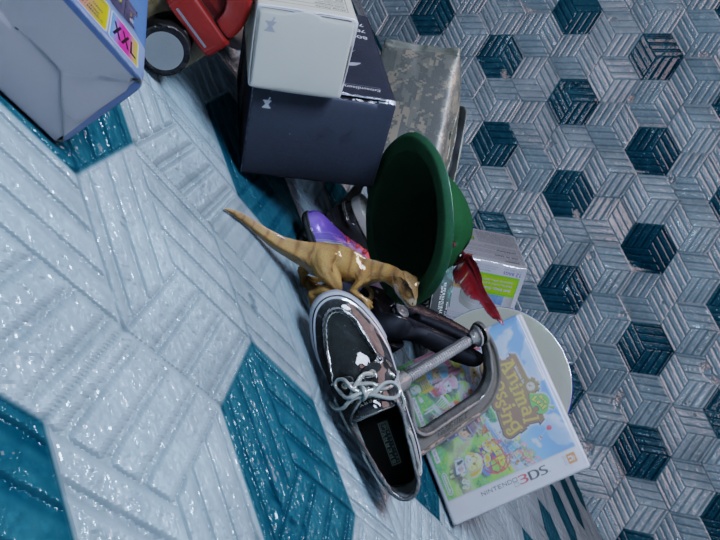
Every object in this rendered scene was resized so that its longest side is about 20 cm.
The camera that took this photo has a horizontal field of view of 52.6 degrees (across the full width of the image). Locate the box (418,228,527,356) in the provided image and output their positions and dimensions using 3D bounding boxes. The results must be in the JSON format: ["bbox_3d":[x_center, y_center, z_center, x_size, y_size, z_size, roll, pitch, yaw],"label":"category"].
[{"bbox_3d":[0.159,0.050,1.082,0.102,0.110,0.203,-90,-168,-61],"label":"box"}]

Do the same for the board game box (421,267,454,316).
[{"bbox_3d":[0.100,0.009,1.027,0.200,0.028,0.138,126,-26,-81],"label":"board game box"}]

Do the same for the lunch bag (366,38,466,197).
[{"bbox_3d":[0.070,-0.162,0.929,0.200,0.115,0.167,66,36,-73],"label":"lunch bag"}]

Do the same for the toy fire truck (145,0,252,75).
[{"bbox_3d":[-0.135,-0.296,0.605,0.177,0.197,0.130,52,18,-39],"label":"toy fire truck"}]

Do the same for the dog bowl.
[{"bbox_3d":[0.176,0.152,0.959,0.079,0.197,0.203,56,11,-75],"label":"dog bowl"}]

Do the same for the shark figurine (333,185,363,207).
[{"bbox_3d":[0.040,-0.027,1.039,0.218,0.088,0.128,66,12,0],"label":"shark figurine"}]

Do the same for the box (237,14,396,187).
[{"bbox_3d":[-0.056,-0.195,0.785,0.202,0.145,0.105,-100,-159,-46],"label":"box"}]

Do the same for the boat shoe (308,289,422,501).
[{"bbox_3d":[0.006,0.115,0.670,0.068,0.072,0.203,-133,-154,-87],"label":"boat shoe"}]

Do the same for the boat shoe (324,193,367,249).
[{"bbox_3d":[0.017,0.002,0.943,0.202,0.059,0.074,63,20,-18],"label":"boat shoe"}]

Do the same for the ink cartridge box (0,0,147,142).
[{"bbox_3d":[-0.201,-0.202,0.454,0.137,0.075,0.202,50,18,-45],"label":"ink cartridge box"}]

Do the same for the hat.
[{"bbox_3d":[0.113,-0.048,0.772,0.200,0.173,0.169,134,-52,-57],"label":"hat"}]

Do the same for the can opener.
[{"bbox_3d":[0.071,0.067,0.850,0.197,0.078,0.064,17,50,-35],"label":"can opener"}]

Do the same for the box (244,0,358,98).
[{"bbox_3d":[-0.065,-0.257,0.709,0.202,0.093,0.079,-100,-160,-46],"label":"box"}]

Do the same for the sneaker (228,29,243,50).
[{"bbox_3d":[-0.157,-0.342,0.817,0.201,0.098,0.079,54,17,-38],"label":"sneaker"}]

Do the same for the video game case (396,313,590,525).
[{"bbox_3d":[0.158,0.181,0.900,0.022,0.179,0.203,62,5,-74],"label":"video game case"}]

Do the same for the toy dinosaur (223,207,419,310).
[{"bbox_3d":[-0.039,-0.008,0.711,0.196,0.107,0.061,18,44,-6],"label":"toy dinosaur"}]

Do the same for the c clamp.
[{"bbox_3d":[0.091,0.121,0.817,0.027,0.197,0.174,18,-60,49],"label":"c clamp"}]

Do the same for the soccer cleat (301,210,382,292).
[{"bbox_3d":[0.000,0.000,0.854,0.201,0.072,0.069,57,15,-31],"label":"soccer cleat"}]
